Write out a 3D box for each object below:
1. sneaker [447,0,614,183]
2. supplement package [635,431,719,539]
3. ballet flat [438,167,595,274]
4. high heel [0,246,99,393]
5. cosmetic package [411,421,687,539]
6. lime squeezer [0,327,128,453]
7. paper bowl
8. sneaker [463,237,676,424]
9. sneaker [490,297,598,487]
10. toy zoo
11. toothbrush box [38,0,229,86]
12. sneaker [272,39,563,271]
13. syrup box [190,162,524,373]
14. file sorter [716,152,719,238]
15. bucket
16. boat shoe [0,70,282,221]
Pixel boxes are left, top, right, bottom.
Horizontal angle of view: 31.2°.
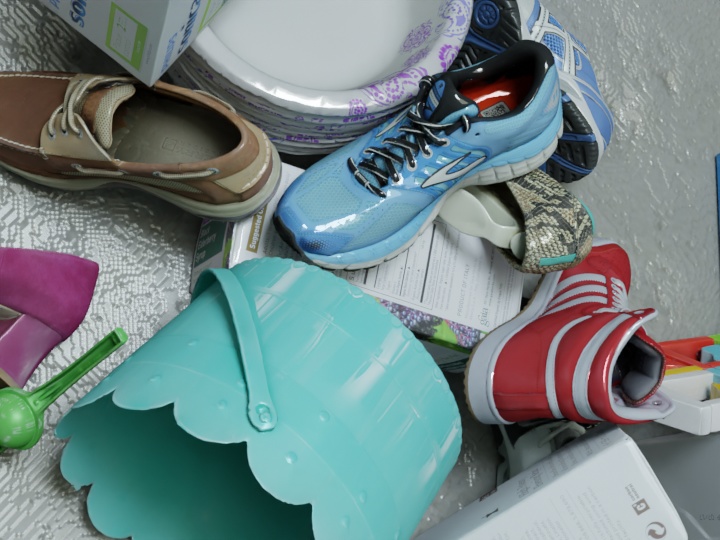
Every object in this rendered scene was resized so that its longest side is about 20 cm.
[{"bbox_3d":[0.113,-0.158,0.931,0.200,0.076,0.077,58,40,-4],"label":"sneaker"},{"bbox_3d":[0.329,0.169,0.883,0.199,0.191,0.148,-5,82,-26],"label":"supplement package"},{"bbox_3d":[0.064,-0.065,0.826,0.075,0.068,0.200,-14,44,-32],"label":"ballet flat"},{"bbox_3d":[-0.218,-0.023,0.698,0.200,0.067,0.096,53,55,-37],"label":"high heel"},{"bbox_3d":[0.086,0.173,0.767,0.200,0.102,0.074,-31,86,3],"label":"cosmetic package"},{"bbox_3d":[-0.210,0.088,0.702,0.200,0.071,0.038,-33,69,-5],"label":"lime squeezer"},{"bbox_3d":[-0.036,-0.169,0.821,0.200,0.104,0.202,5,68,-13],"label":"paper bowl"},{"bbox_3d":[0.158,0.036,0.806,0.200,0.112,0.072,-41,120,-46],"label":"sneaker"},{"bbox_3d":[0.131,0.111,0.861,0.074,0.088,0.201,-1,78,-24],"label":"sneaker"},{"bbox_3d":[0.245,0.076,0.900,0.199,0.131,0.021,-6,104,-26],"label":"toy zoo"},{"bbox_3d":[-0.077,-0.220,0.692,0.086,0.146,0.200,38,64,0],"label":"toothbrush box"},{"bbox_3d":[0.033,-0.077,0.746,0.200,0.090,0.078,-33,64,-18],"label":"sneaker"},{"bbox_3d":[0.000,0.000,0.827,0.199,0.079,0.082,17,72,-21],"label":"syrup box"},{"bbox_3d":[0.395,-0.026,0.999,0.199,0.123,0.139,8,75,-24],"label":"file sorter"},{"bbox_3d":[-0.052,0.100,0.715,0.207,0.207,0.135,48,53,-9],"label":"bucket"},{"bbox_3d":[-0.143,-0.086,0.743,0.199,0.072,0.076,11,72,10],"label":"boat shoe"}]
